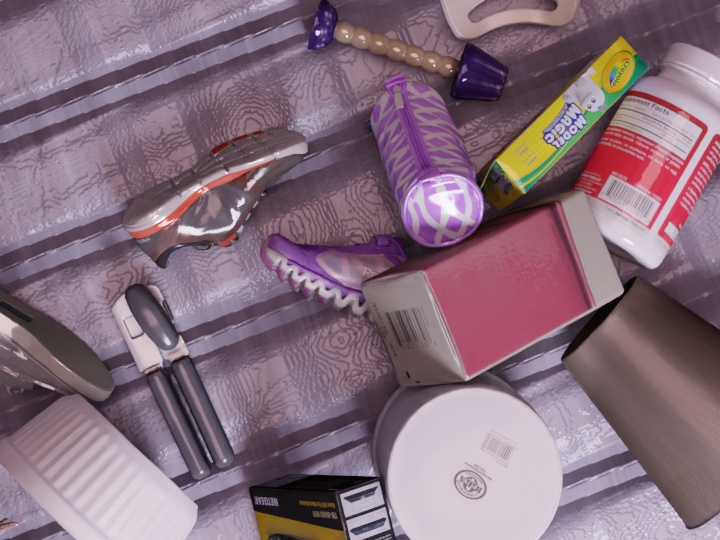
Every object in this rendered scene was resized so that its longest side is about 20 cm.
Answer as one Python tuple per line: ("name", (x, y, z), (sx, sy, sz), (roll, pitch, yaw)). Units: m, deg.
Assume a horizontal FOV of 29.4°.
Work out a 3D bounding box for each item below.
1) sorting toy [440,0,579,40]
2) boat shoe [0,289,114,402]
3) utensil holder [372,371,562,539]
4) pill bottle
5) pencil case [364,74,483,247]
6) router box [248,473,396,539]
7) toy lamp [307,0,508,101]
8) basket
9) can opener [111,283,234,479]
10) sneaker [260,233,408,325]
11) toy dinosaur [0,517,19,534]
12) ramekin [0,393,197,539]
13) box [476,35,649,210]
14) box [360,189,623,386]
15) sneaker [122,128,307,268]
("sorting toy", (0.141, -0.324, 1.346), (0.197, 0.107, 0.183), (-8, 97, -2))
("boat shoe", (-0.337, 0.080, 1.351), (0.200, 0.070, 0.072), (34, 106, -1))
("utensil holder", (0.096, 0.181, 1.286), (0.167, 0.200, 0.172), (0, 90, -1))
("pill bottle", (0.288, -0.113, 1.335), (0.111, 0.112, 0.201), (31, 89, -1))
("pencil case", (0.061, -0.106, 1.292), (0.083, 0.201, 0.086), (-16, 126, -1))
("router box", (-0.028, 0.274, 1.284), (0.052, 0.199, 0.159), (-14, 89, -28))
("toy lamp", (0.048, -0.214, 1.359), (0.198, 0.058, 0.059), (16, 89, -1))
("basket", (0.302, 0.115, 1.327), (0.200, 0.136, 0.181), (42, 87, 3))
("can opener", (-0.186, 0.108, 1.347), (0.053, 0.067, 0.202), (-25, 90, 0))
("sneaker", (0.000, 0.000, 1.350), (0.198, 0.080, 0.089), (23, 84, -7))
("toy dinosaur", (-0.418, 0.235, 1.303), (0.136, 0.198, 0.086), (49, 58, -37))
("ramekin", (-0.239, 0.203, 1.288), (0.202, 0.202, 0.094), (44, 78, 0))
("box", (0.181, -0.130, 1.319), (0.200, 0.117, 0.048), (-43, 90, -8))
("box", (0.122, 0.017, 1.284), (0.199, 0.127, 0.110), (-26, 96, -28))
("sneaker", (-0.134, -0.070, 1.360), (0.198, 0.077, 0.082), (-28, 117, 0))
